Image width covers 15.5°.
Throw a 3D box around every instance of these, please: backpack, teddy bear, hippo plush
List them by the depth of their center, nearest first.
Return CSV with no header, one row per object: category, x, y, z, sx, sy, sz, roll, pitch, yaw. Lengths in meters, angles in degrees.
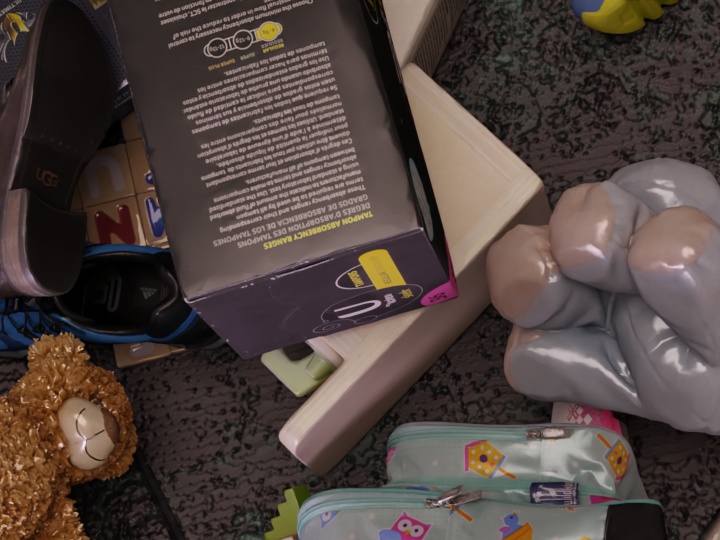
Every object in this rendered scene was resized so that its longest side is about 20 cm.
backpack,0.061,0.160,1.364,0.200,0.176,0.153,-6,68,9
hippo plush,0.182,-0.004,1.428,0.200,0.159,0.161,22,46,15
teddy bear,-0.200,0.119,1.432,0.200,0.067,0.145,-18,84,-27

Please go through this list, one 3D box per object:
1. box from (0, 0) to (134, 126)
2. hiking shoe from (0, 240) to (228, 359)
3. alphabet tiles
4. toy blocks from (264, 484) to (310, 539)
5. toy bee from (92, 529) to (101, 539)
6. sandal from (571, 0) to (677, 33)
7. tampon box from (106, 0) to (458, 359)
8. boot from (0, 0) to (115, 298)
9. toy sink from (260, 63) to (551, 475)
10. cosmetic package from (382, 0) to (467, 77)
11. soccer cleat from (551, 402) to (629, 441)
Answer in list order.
box,-0.158,-0.176,1.581,0.200,0.051,0.158,-34,75,0
hiking shoe,-0.168,0.009,1.515,0.200,0.087,0.074,-4,80,20
alphabet tiles,-0.097,-0.037,1.570,0.200,0.008,0.167,-14,77,4
toy blocks,-0.068,0.236,1.474,0.137,0.100,0.200,-19,86,16
toy bee,-0.250,0.170,1.496,0.200,0.109,0.131,-37,34,-16
sandal,0.177,-0.226,1.543,0.087,0.079,0.200,31,75,16
tampon box,-0.039,-0.077,1.359,0.126,0.150,0.200,-16,75,6
boot,-0.233,-0.053,1.509,0.174,0.069,0.200,-10,61,34
toy sink,0.000,0.000,1.480,0.112,0.130,0.200,43,87,13
cosmetic package,0.028,-0.198,1.535,0.087,0.103,0.200,24,79,10
soccer cleat,0.112,0.151,1.470,0.086,0.070,0.200,-6,78,2
